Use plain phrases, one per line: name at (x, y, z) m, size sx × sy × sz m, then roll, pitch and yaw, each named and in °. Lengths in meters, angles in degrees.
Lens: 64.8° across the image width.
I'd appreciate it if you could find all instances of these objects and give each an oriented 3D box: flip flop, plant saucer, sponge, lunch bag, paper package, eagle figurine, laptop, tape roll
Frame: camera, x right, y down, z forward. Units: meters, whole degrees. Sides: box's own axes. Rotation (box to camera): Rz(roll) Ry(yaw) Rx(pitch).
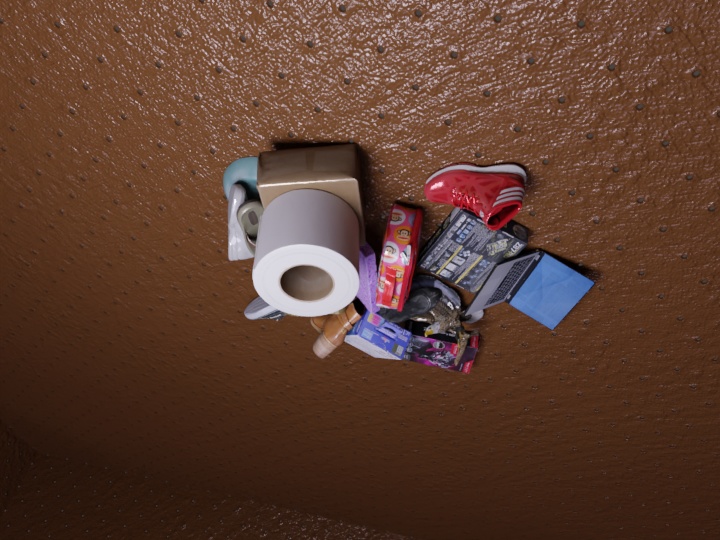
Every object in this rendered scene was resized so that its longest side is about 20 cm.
flip flop at (-0.205, -0.074, 1.200) m, size 0.058 × 0.080 × 0.202 m, roll 48°, pitch 165°, yaw 27°
plant saucer at (-0.212, -0.154, 1.235) m, size 0.194 × 0.037 × 0.203 m, roll 10°, pitch 140°, yaw 8°
sponge at (0.000, 0.000, 1.292) m, size 0.029 × 0.112 × 0.203 m, roll -28°, pitch 142°, yaw -18°
lunch bag at (0.074, -0.016, 1.183) m, size 0.079 × 0.179 × 0.203 m, roll 12°, pitch 141°, yaw 4°
paper package at (-0.091, -0.141, 1.126) m, size 0.193 × 0.106 × 0.193 m, roll -4°, pitch 140°, yaw 3°
eagle figurine at (0.182, 0.109, 1.354) m, size 0.199 × 0.150 × 0.154 m, roll 40°, pitch 105°, yaw 25°
laptop at (0.356, 0.061, 1.218) m, size 0.195 × 0.117 × 0.189 m, roll -16°, pitch 149°, yaw -26°
tape roll at (-0.098, -0.029, 1.068) m, size 0.196 × 0.142 × 0.206 m, roll -1°, pitch 140°, yaw -1°

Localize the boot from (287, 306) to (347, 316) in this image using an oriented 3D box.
boot at (-0.116, -0.001, 1.310) m, size 0.169 × 0.067 × 0.206 m, roll -4°, pitch 115°, yaw 11°

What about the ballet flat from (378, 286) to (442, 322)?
ballet flat at (0.108, 0.078, 1.287) m, size 0.198 × 0.056 × 0.068 m, roll -15°, pitch 93°, yaw 52°

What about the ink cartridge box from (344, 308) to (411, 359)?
ink cartridge box at (0.037, 0.161, 1.424) m, size 0.134 × 0.078 × 0.199 m, roll 29°, pitch 166°, yaw -17°

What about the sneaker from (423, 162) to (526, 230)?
sneaker at (0.205, -0.134, 1.049) m, size 0.195 × 0.118 × 0.079 m, roll -7°, pitch 137°, yaw 26°

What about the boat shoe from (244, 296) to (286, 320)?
boat shoe at (-0.224, 0.101, 1.505) m, size 0.196 × 0.073 × 0.071 m, roll -17°, pitch 127°, yaw 31°

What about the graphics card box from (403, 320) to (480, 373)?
graphics card box at (0.205, 0.200, 1.489) m, size 0.194 × 0.052 × 0.127 m, roll 12°, pitch 141°, yaw 7°

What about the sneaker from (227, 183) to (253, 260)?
sneaker at (-0.245, -0.105, 1.234) m, size 0.086 × 0.077 × 0.203 m, roll 0°, pitch 139°, yaw -13°

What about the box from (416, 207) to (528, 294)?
box at (0.232, -0.046, 1.196) m, size 0.158 × 0.050 × 0.201 m, roll 25°, pitch 140°, yaw -8°

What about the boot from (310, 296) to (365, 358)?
boot at (-0.051, 0.113, 1.415) m, size 0.073 × 0.202 × 0.155 m, roll 36°, pitch 110°, yaw -23°
